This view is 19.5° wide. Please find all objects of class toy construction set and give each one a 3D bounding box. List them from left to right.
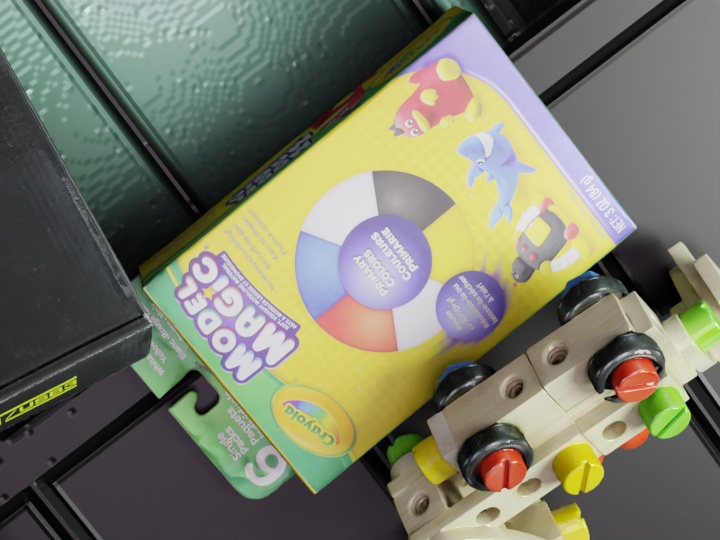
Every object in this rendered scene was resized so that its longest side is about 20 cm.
[{"bbox_3d":[0.091,0.067,0.853,0.200,0.092,0.131,-46,135,1],"label":"toy construction set"}]

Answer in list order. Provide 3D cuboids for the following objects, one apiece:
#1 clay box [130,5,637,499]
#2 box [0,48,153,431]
[{"bbox_3d":[0.000,0.000,0.860,0.200,0.048,0.115,-40,104,0],"label":"clay box"},{"bbox_3d":[-0.205,-0.015,0.768,0.192,0.048,0.201,-27,76,-13],"label":"box"}]
